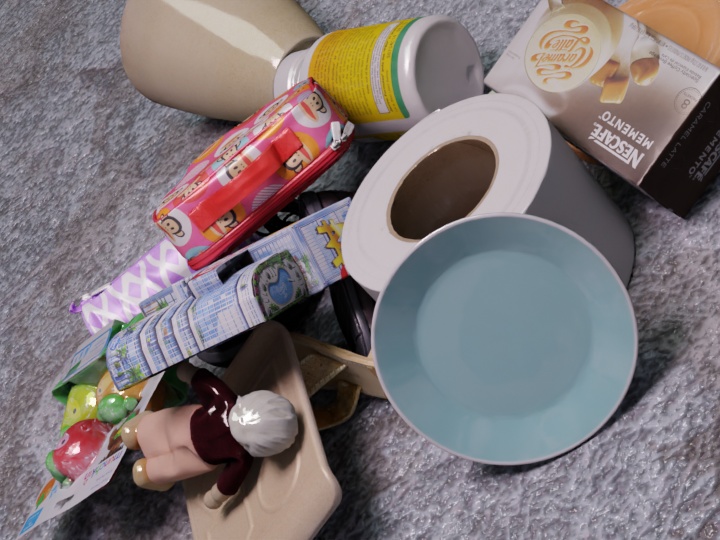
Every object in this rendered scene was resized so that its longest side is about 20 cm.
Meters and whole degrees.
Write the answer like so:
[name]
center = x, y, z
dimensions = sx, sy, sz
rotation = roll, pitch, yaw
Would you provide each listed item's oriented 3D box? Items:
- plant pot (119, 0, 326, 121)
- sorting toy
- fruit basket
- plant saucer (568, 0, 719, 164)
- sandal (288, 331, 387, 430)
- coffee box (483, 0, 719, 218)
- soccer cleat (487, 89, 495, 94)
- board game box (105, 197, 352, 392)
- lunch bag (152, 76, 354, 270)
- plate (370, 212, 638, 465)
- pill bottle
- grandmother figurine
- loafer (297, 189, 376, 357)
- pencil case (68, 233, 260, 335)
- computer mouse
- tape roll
[plant pot]
center = -0.122, -0.232, 1.860
dimensions = 0.200, 0.187, 0.188
rotation = 30, 77, 40
[sorting toy]
center = -0.085, 0.170, 1.459
dimensions = 0.185, 0.036, 0.200
rotation = -55, 38, 27
[fruit basket]
center = -0.241, 0.139, 1.611
dimensions = 0.185, 0.094, 0.200
rotation = -33, 21, 47
[plant saucer]
center = 0.251, -0.179, 1.533
dimensions = 0.200, 0.032, 0.201
rotation = -27, 38, 23
[sandal]
center = -0.030, 0.103, 1.490
dimensions = 0.211, 0.078, 0.070
rotation = 3, 53, 40
[coffee box]
center = 0.212, -0.144, 1.442
dimensions = 0.115, 0.080, 0.200
rotation = -54, 48, 6
[soccer cleat]
center = 0.119, -0.116, 1.583
dimensions = 0.200, 0.067, 0.081
rotation = -56, 3, 1
[board game box]
center = -0.095, 0.013, 1.471
dimensions = 0.199, 0.062, 0.200
rotation = -27, 2, 22
[lunch bag]
center = -0.097, -0.090, 1.607
dimensions = 0.200, 0.082, 0.176
rotation = -39, 9, 5
[plate]
center = 0.108, 0.050, 1.318
dimensions = 0.200, 0.201, 0.026
rotation = -33, 12, 16
[pill bottle]
center = 0.013, -0.181, 1.706
dimensions = 0.199, 0.113, 0.113
rotation = -2, 53, 45
[grandmother figurine]
center = -0.123, 0.133, 1.446
dimensions = 0.060, 0.122, 0.200
rotation = -28, 9, -40
[loafer]
center = 0.000, 0.000, 1.558
dimensions = 0.063, 0.072, 0.200
rotation = -14, 51, -13
[pencil case]
center = -0.192, 0.005, 1.745
dimensions = 0.200, 0.086, 0.084
rotation = -40, 8, 1
[computer mouse]
center = -0.077, 0.022, 1.646
dimensions = 0.138, 0.053, 0.200
rotation = 13, 56, 41
[tape roll]
center = 0.103, -0.024, 1.431
dimensions = 0.202, 0.139, 0.203
rotation = -26, 39, 24
